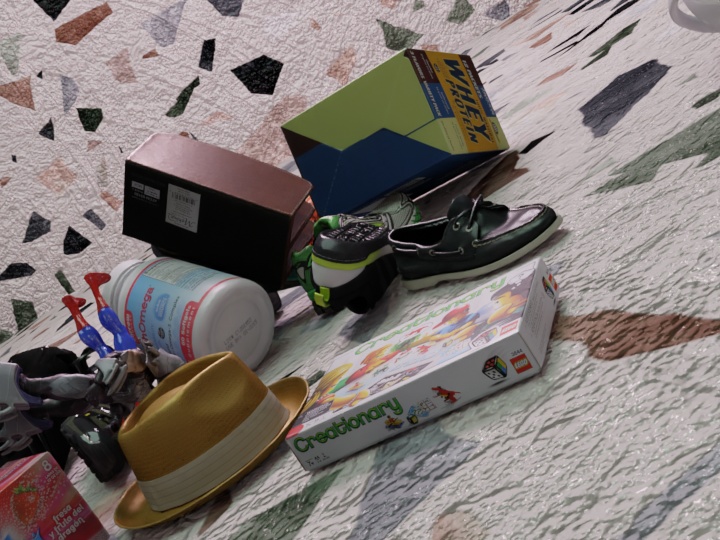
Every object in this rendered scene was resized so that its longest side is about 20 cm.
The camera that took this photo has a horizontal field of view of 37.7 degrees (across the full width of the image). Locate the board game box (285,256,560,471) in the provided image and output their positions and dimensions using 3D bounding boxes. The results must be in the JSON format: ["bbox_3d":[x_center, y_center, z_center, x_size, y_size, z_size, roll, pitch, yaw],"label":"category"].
[{"bbox_3d":[0.048,0.068,0.773,0.198,0.035,0.126,-28,13,25],"label":"board game box"}]

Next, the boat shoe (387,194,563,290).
[{"bbox_3d":[0.097,-0.037,0.978,0.074,0.067,0.198,-40,14,-34],"label":"boat shoe"}]

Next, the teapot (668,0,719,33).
[{"bbox_3d":[0.412,-0.301,1.029,0.199,0.145,0.201,-55,36,17],"label":"teapot"}]

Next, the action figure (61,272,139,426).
[{"bbox_3d":[-0.222,0.101,1.078,0.065,0.202,0.098,-40,-26,21],"label":"action figure"}]

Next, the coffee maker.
[{"bbox_3d":[-0.382,0.170,1.215,0.192,0.135,0.200,-42,17,7],"label":"coffee maker"}]

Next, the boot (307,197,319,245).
[{"bbox_3d":[-0.071,-0.051,1.474,0.199,0.075,0.107,-42,15,2],"label":"boot"}]

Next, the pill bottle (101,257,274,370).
[{"bbox_3d":[-0.196,0.046,1.160,0.198,0.110,0.109,13,42,41],"label":"pill bottle"}]

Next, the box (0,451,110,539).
[{"bbox_3d":[-0.321,0.252,0.867,0.102,0.095,0.200,-20,18,50],"label":"box"}]

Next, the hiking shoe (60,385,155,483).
[{"bbox_3d":[-0.255,0.156,1.115,0.100,0.076,0.200,-38,12,-8],"label":"hiking shoe"}]

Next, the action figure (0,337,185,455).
[{"bbox_3d":[-0.246,0.111,0.951,0.197,0.070,0.131,-12,-30,-9],"label":"action figure"}]

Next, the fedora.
[{"bbox_3d":[-0.140,0.131,0.897,0.199,0.082,0.201,-31,13,8],"label":"fedora"}]

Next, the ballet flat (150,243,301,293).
[{"bbox_3d":[-0.150,-0.007,1.244,0.196,0.074,0.073,13,18,1],"label":"ballet flat"}]

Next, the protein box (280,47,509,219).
[{"bbox_3d":[0.048,-0.166,1.320,0.197,0.137,0.199,-26,-5,28],"label":"protein box"}]

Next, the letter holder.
[{"bbox_3d":[-0.150,-0.086,1.205,0.143,0.197,0.102,-60,-14,-52],"label":"letter holder"}]

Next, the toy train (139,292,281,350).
[{"bbox_3d":[-0.188,0.067,1.290,0.113,0.086,0.200,-2,32,49],"label":"toy train"}]

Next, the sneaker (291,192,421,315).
[{"bbox_3d":[-0.001,-0.038,1.193,0.077,0.086,0.200,-20,18,45],"label":"sneaker"}]

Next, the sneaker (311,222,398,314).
[{"bbox_3d":[0.000,0.000,1.074,0.071,0.084,0.199,14,12,26],"label":"sneaker"}]
